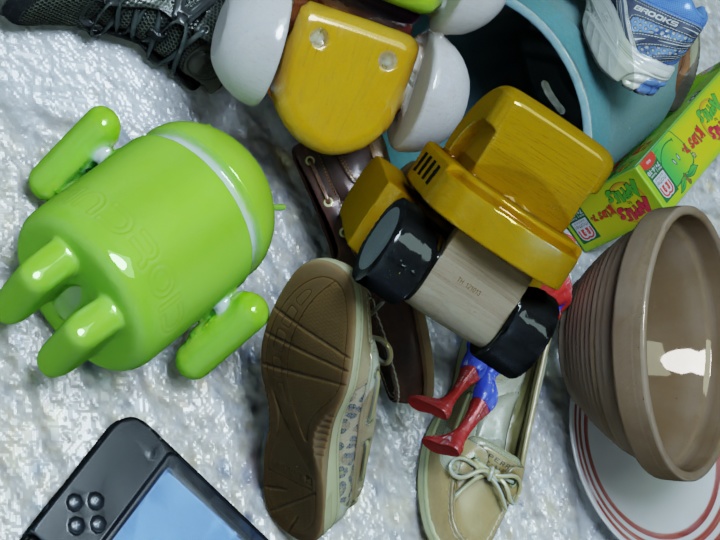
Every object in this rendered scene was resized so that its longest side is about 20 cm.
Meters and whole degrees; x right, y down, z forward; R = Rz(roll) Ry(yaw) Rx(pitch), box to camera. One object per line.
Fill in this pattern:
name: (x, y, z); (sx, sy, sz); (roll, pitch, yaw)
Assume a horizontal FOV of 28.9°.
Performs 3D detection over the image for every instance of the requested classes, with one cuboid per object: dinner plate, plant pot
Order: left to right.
plant pot: (0.138, -0.139, 1.074); (0.195, 0.199, 0.202); (-29, 90, -45)
plant pot: (0.211, 0.054, 1.057); (0.200, 0.092, 0.204); (3, 86, -55)
dinner plate: (0.240, 0.140, 1.138); (0.198, 0.024, 0.203); (12, 68, -30)

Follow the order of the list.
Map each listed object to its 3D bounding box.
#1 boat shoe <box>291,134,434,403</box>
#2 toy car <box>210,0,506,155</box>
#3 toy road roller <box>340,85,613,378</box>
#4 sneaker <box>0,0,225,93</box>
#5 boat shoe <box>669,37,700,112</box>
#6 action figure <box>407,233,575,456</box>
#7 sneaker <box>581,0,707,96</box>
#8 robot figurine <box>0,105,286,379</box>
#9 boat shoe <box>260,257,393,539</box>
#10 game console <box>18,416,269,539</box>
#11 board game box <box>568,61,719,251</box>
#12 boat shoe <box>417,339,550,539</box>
boat shoe: (0.000, 0.000, 0.998); (0.069, 0.070, 0.203); (-13, 85, -17)
toy car: (-0.004, -0.185, 0.949); (0.173, 0.150, 0.202); (16, 104, -17)
toy road roller: (0.077, -0.039, 0.876); (0.122, 0.200, 0.147); (32, 99, -14)
sneaker: (-0.147, -0.177, 0.955); (0.198, 0.076, 0.115); (-17, 77, -42)
boat shoe: (0.236, -0.210, 1.211); (0.073, 0.076, 0.201); (10, 38, -13)
action figure: (0.101, 0.040, 0.995); (0.200, 0.051, 0.066); (-47, 130, -31)
sneaker: (0.190, -0.221, 0.985); (0.076, 0.085, 0.202); (9, 49, -40)
robot figurine: (-0.134, -0.017, 0.882); (0.176, 0.116, 0.200); (49, 53, -1)
boat shoe: (-0.022, 0.079, 0.908); (0.073, 0.202, 0.062); (28, 33, 31)
game console: (-0.099, 0.200, 0.827); (0.200, 0.118, 0.173); (46, 55, -12)
board game box: (0.259, -0.103, 1.188); (0.048, 0.101, 0.200); (51, 53, -7)
boat shoe: (0.097, 0.115, 1.024); (0.073, 0.063, 0.202); (33, 57, -20)
